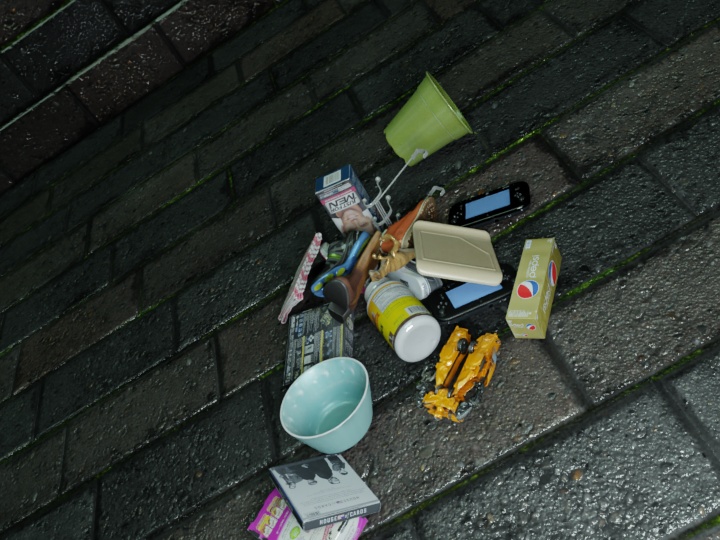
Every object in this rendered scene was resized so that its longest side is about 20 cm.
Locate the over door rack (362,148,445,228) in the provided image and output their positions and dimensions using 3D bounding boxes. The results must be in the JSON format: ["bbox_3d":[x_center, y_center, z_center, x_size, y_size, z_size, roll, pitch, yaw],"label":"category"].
[{"bbox_3d":[0.102,-0.187,1.754,0.200,0.148,0.066,-43,45,-7],"label":"over door rack"}]

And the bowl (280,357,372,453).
[{"bbox_3d":[-0.054,0.286,1.433,0.197,0.106,0.203,-20,33,13],"label":"bowl"}]

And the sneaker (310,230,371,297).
[{"bbox_3d":[-0.051,-0.016,1.661,0.082,0.071,0.201,18,59,38],"label":"sneaker"}]

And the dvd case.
[{"bbox_3d":[-0.070,0.402,1.310,0.147,0.025,0.199,-6,15,-23],"label":"dvd case"}]

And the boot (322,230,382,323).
[{"bbox_3d":[0.000,0.000,1.571,0.067,0.189,0.202,26,68,19],"label":"boot"}]

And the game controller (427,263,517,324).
[{"bbox_3d":[0.238,0.047,1.486,0.196,0.043,0.105,-23,42,-1],"label":"game controller"}]

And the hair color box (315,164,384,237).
[{"bbox_3d":[-0.024,-0.156,1.773,0.098,0.201,0.061,-20,41,18],"label":"hair color box"}]

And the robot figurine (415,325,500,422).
[{"bbox_3d":[0.192,0.206,1.378,0.143,0.059,0.202,8,56,41],"label":"robot figurine"}]

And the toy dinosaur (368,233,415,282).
[{"bbox_3d":[0.089,-0.032,1.583,0.197,0.108,0.060,-24,-9,-24],"label":"toy dinosaur"}]

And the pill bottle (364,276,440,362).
[{"bbox_3d":[0.082,0.097,1.524,0.109,0.110,0.200,-38,39,-2],"label":"pill bottle"}]

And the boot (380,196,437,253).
[{"bbox_3d":[0.114,-0.108,1.707,0.105,0.076,0.201,0,39,37],"label":"boot"}]

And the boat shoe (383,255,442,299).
[{"bbox_3d":[0.116,0.008,1.620,0.066,0.073,0.199,-19,22,-22],"label":"boat shoe"}]

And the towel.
[{"bbox_3d":[-0.147,0.020,1.777,0.147,0.029,0.203,-53,15,54],"label":"towel"}]

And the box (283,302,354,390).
[{"bbox_3d":[-0.094,0.171,1.632,0.158,0.049,0.203,-21,42,20],"label":"box"}]

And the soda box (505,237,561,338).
[{"bbox_3d":[0.348,0.034,1.419,0.063,0.068,0.203,-2,51,34],"label":"soda box"}]

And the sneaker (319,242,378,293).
[{"bbox_3d":[-0.025,-0.024,1.751,0.088,0.082,0.199,-44,48,-12],"label":"sneaker"}]

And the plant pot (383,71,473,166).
[{"bbox_3d":[0.167,-0.383,1.887,0.189,0.199,0.202,-39,37,18],"label":"plant pot"}]

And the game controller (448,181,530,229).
[{"bbox_3d":[0.296,-0.146,1.641,0.196,0.042,0.106,-17,44,22],"label":"game controller"}]

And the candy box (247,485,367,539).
[{"bbox_3d":[-0.101,0.477,1.331,0.197,0.061,0.137,12,58,43],"label":"candy box"}]

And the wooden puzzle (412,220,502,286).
[{"bbox_3d":[0.203,-0.035,1.531,0.180,0.038,0.202,8,32,-3],"label":"wooden puzzle"}]
